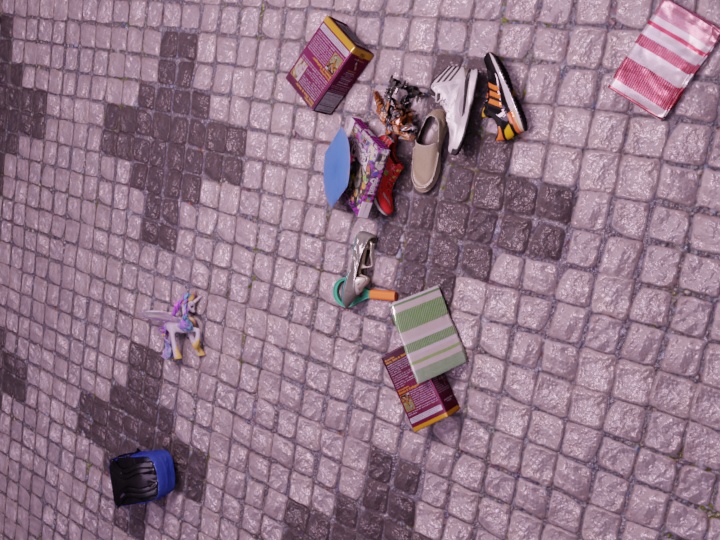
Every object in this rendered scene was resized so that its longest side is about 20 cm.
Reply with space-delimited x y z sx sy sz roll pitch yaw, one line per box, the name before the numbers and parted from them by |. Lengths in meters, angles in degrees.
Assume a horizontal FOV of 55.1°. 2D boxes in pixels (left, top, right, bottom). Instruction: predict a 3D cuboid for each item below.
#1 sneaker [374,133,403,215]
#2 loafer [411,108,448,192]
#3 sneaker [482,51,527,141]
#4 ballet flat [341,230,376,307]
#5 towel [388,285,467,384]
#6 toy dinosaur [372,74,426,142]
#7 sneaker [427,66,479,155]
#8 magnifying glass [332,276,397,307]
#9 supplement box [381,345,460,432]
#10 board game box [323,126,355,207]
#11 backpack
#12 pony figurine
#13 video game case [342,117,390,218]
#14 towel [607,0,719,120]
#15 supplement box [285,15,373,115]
sneaker | 0.070 -0.244 1.744 0.083 0.077 0.207 -3 92 26
loafer | 0.161 -0.294 1.684 0.074 0.068 0.206 17 102 29
sneaker | 0.309 -0.396 1.583 0.088 0.069 0.205 -25 83 27
ballet flat | 0.000 0.000 1.795 0.062 0.067 0.207 12 89 26
towel | 0.165 0.154 1.684 0.205 0.149 0.023 69 160 9
toy dinosaur | 0.082 -0.400 1.709 0.199 0.101 0.138 39 117 23
sneaker | 0.207 -0.381 1.628 0.112 0.076 0.207 12 91 8
magnifying glass | 0.009 0.062 1.834 0.195 0.022 0.082 3 95 31
supplement box | 0.150 0.281 1.723 0.109 0.085 0.205 -30 78 29
board game box | -0.045 -0.258 1.748 0.200 0.038 0.163 134 132 -61
backpack | -0.690 0.655 2.231 0.195 0.167 0.168 -15 89 27
pony figurine | -0.580 0.173 2.154 0.186 0.167 0.207 -7 86 -1
video game case | -0.002 -0.262 1.743 0.201 0.035 0.185 56 134 49
towel | 0.621 -0.432 1.414 0.143 0.023 0.203 40 113 24
supplement box | -0.082 -0.531 1.799 0.201 0.102 0.132 -48 70 24
